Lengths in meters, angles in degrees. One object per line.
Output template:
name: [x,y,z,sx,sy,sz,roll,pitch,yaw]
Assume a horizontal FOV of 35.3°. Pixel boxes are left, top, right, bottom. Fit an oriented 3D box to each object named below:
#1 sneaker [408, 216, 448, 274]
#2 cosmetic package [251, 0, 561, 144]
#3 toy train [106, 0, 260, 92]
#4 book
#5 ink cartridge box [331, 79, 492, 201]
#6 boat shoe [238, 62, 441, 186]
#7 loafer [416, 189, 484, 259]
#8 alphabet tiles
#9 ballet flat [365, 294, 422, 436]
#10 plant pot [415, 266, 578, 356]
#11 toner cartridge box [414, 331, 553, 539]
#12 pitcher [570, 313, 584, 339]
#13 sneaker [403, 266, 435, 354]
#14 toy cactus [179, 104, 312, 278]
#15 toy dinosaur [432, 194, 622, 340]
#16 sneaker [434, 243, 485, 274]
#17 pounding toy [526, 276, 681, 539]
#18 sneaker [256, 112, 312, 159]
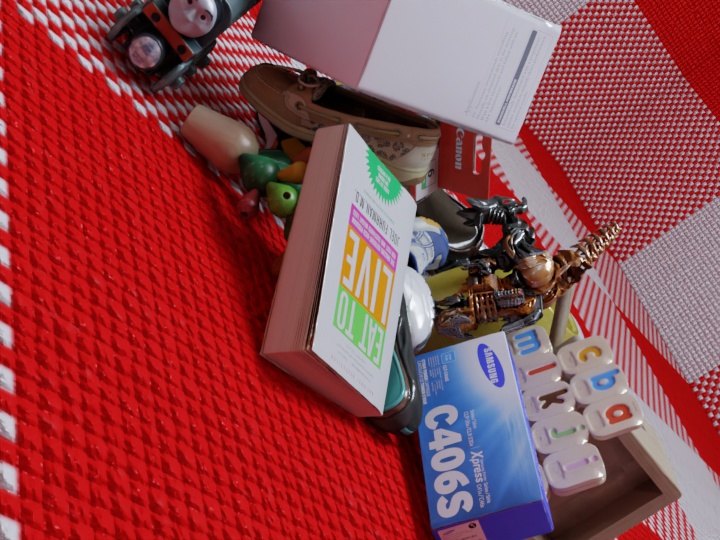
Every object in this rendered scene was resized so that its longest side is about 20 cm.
sneaker: [0.044,-0.017,1.264,0.200,0.075,0.089,24,51,-58]
cosmetic package: [0.038,-0.223,1.061,0.199,0.124,0.199,14,14,-38]
toy train: [-0.153,-0.231,1.023,0.085,0.114,0.200,50,16,-12]
book: [-0.009,0.002,0.928,0.134,0.048,0.202,43,49,-49]
ink cartridge box: [0.045,-0.137,1.222,0.199,0.110,0.050,18,31,33]
boat shoe: [-0.019,-0.152,1.062,0.199,0.063,0.073,26,37,3]
loafer: [0.071,-0.076,1.344,0.199,0.071,0.074,27,68,-19]
alphabet tiles: [0.145,0.129,1.017,0.201,0.194,0.015,-104,173,-53]
ballet flat: [0.017,0.064,1.017,0.068,0.068,0.201,51,24,-47]
plant pot: [0.152,0.068,1.237,0.200,0.142,0.200,49,16,-20]
toner cartridge box: [0.099,0.144,0.974,0.201,0.094,0.043,-96,167,-52]
pitcher: [0.231,0.136,1.385,0.201,0.120,0.172,58,15,-34]
sneaker: [0.000,0.000,1.106,0.087,0.075,0.201,5,45,-50]
toy cactus: [-0.086,-0.081,0.999,0.164,0.103,0.200,34,20,-3]
toy dinosaur: [0.158,0.003,1.118,0.136,0.198,0.103,-117,-154,-45]
sneaker: [0.084,-0.042,1.427,0.201,0.080,0.086,54,36,1]
pounding toy: [0.199,0.150,1.126,0.200,0.184,0.142,49,16,-17]
sneaker: [-0.055,-0.148,1.178,0.070,0.090,0.201,46,18,-25]
